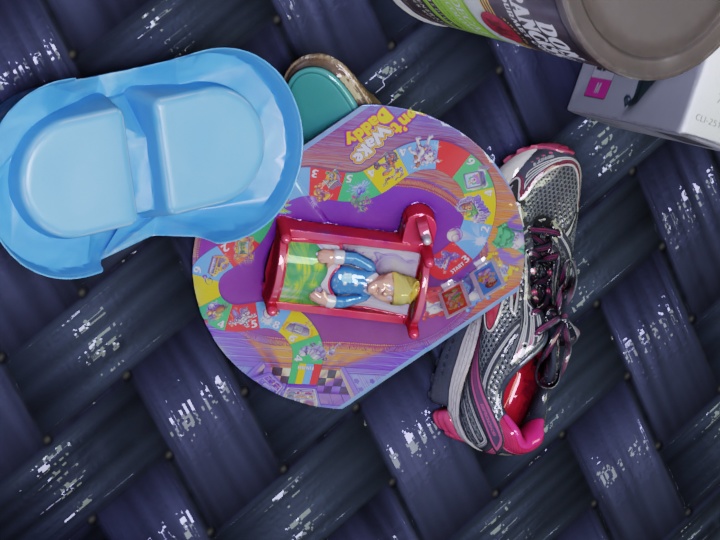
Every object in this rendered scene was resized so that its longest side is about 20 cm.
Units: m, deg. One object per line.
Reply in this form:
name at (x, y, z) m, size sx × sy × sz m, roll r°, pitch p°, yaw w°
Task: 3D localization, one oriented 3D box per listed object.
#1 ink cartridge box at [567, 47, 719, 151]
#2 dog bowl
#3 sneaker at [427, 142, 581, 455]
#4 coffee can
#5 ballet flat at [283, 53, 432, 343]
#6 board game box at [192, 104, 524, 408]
ink cartridge box at (0.204, -0.166, 1.786) m, size 0.043 × 0.200 × 0.174 m, roll 18°, pitch 92°, yaw -17°
dog bowl at (-0.130, -0.064, 1.654) m, size 0.199 × 0.050 × 0.112 m, roll -15°, pitch 106°, yaw -29°
sneaker at (0.108, 0.019, 1.848) m, size 0.080 × 0.075 × 0.201 m, roll 6°, pitch 99°, yaw -37°
coffee can at (0.115, -0.199, 1.706) m, size 0.146 × 0.200 × 0.147 m, roll -9°, pitch 108°, yaw -31°
ballet flat at (0.003, -0.052, 1.768) m, size 0.065 × 0.070 × 0.201 m, roll -51°, pitch 135°, yaw -48°
board game box at (0.000, 0.000, 1.726) m, size 0.200 × 0.039 × 0.158 m, roll -34°, pitch 115°, yaw 9°
